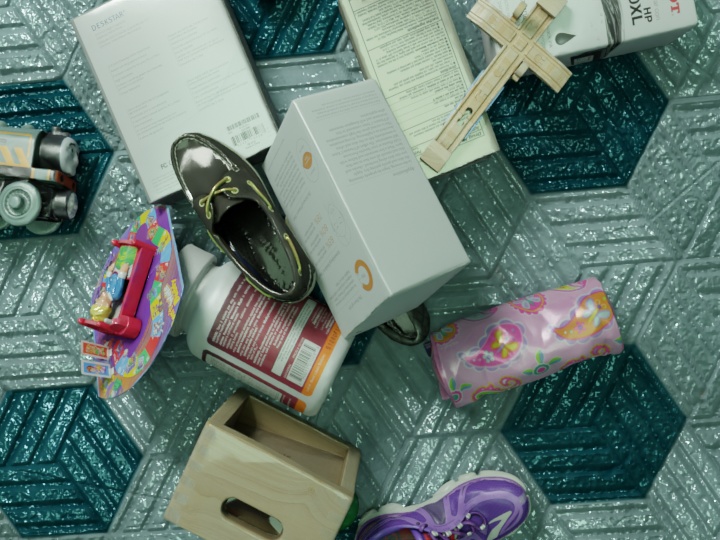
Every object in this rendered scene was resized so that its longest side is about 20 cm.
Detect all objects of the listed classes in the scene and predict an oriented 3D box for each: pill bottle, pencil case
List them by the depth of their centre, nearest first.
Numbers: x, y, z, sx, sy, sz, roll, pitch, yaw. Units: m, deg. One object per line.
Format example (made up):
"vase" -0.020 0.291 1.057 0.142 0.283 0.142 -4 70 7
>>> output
"pill bottle" -0.110 0.058 0.817 0.197 0.110 0.111 28 95 1
"pencil case" 0.167 0.076 0.819 0.197 0.087 0.089 -21 92 5

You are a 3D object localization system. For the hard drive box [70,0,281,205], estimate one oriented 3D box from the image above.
"hard drive box" -0.183 -0.192 0.822 0.153 0.077 0.203 -23 93 4

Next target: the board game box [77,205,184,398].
"board game box" -0.242 0.021 0.788 0.039 0.202 0.158 24 121 -39

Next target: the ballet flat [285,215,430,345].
"ballet flat" 0.000 0.000 0.834 0.199 0.057 0.067 42 93 0

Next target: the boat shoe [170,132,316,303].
"boat shoe" -0.116 -0.055 0.754 0.071 0.061 0.202 -40 86 4

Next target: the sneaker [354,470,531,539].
"sneaker" 0.088 0.279 0.833 0.197 0.083 0.082 -21 93 3

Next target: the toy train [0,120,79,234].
"toy train" -0.396 -0.105 0.841 0.196 0.085 0.117 5 84 3

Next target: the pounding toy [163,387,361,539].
"pounding toy" -0.082 0.243 0.789 0.197 0.184 0.144 27 95 1

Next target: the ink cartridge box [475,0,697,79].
"ink cartridge box" 0.217 -0.287 0.790 0.196 0.084 0.148 -12 93 3

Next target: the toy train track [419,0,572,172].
"toy train track" 0.125 -0.180 0.741 0.114 0.033 0.201 38 94 0

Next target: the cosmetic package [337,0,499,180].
"cosmetic package" 0.057 -0.194 0.804 0.102 0.087 0.204 -19 91 3

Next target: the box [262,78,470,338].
"box" -0.001 -0.058 0.762 0.096 0.124 0.203 -20 78 -28
